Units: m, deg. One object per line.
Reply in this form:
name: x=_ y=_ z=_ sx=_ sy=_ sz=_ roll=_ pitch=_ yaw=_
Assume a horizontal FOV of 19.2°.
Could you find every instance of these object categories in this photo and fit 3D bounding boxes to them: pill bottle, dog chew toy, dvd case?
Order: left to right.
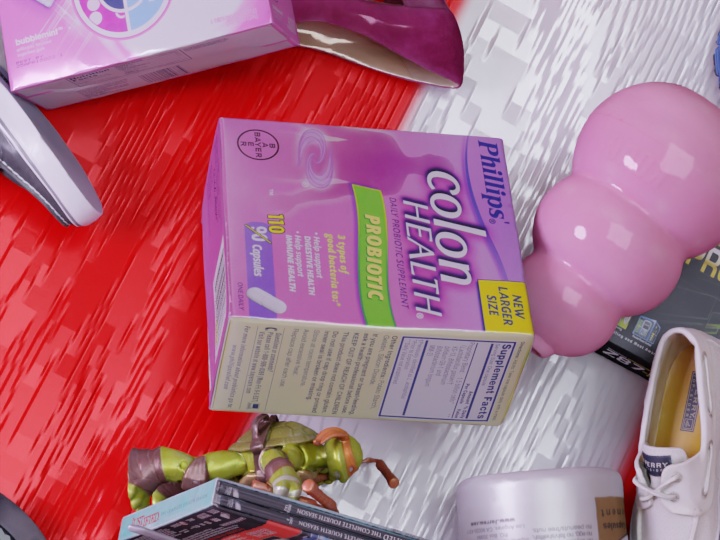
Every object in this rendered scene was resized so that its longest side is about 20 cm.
dvd case: x=-0.036 y=0.178 z=1.352 sx=0.199 sy=0.146 sz=0.022 roll=20 pitch=66 yaw=-23
pill bottle: x=0.126 y=0.236 z=1.414 sx=0.113 sy=0.114 sz=0.202 roll=-2 pitch=81 yaw=-11
dog chew toy: x=0.173 y=-0.028 z=1.428 sx=0.124 sy=0.125 sz=0.200 roll=39 pitch=83 yaw=-2

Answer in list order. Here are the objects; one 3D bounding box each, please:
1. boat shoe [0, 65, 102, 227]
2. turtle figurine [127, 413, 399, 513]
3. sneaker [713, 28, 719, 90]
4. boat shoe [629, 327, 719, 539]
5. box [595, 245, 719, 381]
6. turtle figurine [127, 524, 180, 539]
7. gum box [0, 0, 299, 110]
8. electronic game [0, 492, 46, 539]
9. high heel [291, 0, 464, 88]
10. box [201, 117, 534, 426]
boat shoe: x=-0.256 y=-0.098 z=1.430 sx=0.066 sy=0.070 sz=0.200 roll=-40 pitch=94 yaw=5
turtle figurine: x=-0.067 y=0.126 z=1.375 sx=0.160 sy=0.200 sz=0.065 roll=-8 pitch=90 yaw=11
sneaker: x=0.314 y=-0.198 z=1.551 sx=0.075 sy=0.078 sz=0.201 roll=19 pitch=76 yaw=-6
boat shoe: x=0.208 y=0.135 z=1.416 sx=0.070 sy=0.071 sz=0.201 roll=26 pitch=72 yaw=-49
box: x=0.250 y=0.011 z=1.515 sx=0.199 sy=0.049 sz=0.162 roll=29 pitch=74 yaw=-3
turtle figurine: x=-0.049 y=0.252 z=1.320 sx=0.192 sy=0.200 sz=0.145 roll=4 pitch=71 yaw=4
gum box: x=-0.151 y=-0.188 z=1.428 sx=0.199 sy=0.066 sz=0.114 roll=-13 pitch=79 yaw=13
electronic game: x=-0.286 y=0.229 z=1.371 sx=0.198 sy=0.042 sz=0.202 roll=2 pitch=83 yaw=-18
high heel: x=-0.025 y=-0.153 z=1.488 sx=0.199 sy=0.067 sz=0.097 roll=-15 pitch=85 yaw=-21
box: x=0.000 y=0.000 z=1.406 sx=0.198 sy=0.097 sz=0.177 roll=4 pitch=48 yaw=-11
